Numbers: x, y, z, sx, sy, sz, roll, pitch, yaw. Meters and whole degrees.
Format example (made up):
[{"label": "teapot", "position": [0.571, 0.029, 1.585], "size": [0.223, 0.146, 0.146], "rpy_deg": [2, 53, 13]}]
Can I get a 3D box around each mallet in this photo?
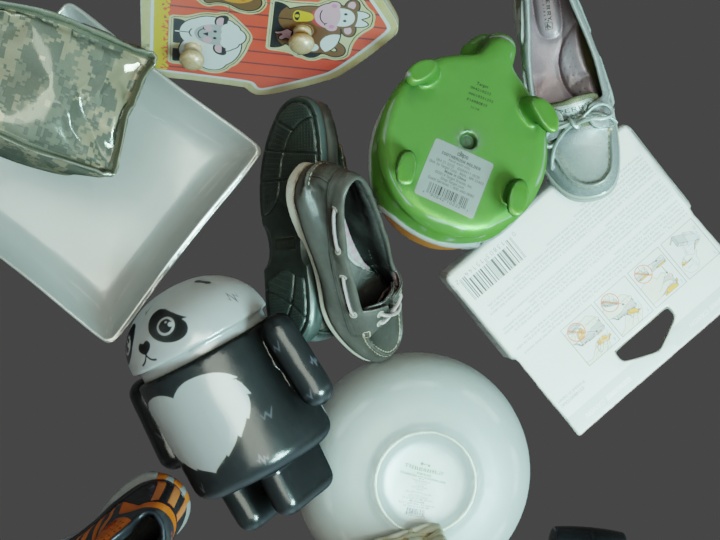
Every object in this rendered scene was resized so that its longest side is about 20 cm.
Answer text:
[{"label": "mallet", "position": [0.193, 0.314, 1.430], "size": [0.066, 0.041, 0.200], "rpy_deg": [-2, 97, -5]}]

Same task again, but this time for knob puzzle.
[{"label": "knob puzzle", "position": [-0.070, -0.192, 1.298], "size": [0.219, 0.220, 0.030], "rpy_deg": [8, 57, -8]}]

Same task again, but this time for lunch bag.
[{"label": "lunch bag", "position": [-0.271, -0.148, 1.229], "size": [0.200, 0.164, 0.118], "rpy_deg": [20, 86, -20]}]

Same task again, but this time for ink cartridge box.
[{"label": "ink cartridge box", "position": [0.196, 0.007, 1.411], "size": [0.200, 0.045, 0.176], "rpy_deg": [-40, 96, -4]}]

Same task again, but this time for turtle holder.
[{"label": "turtle holder", "position": [0.070, -0.105, 1.344], "size": [0.141, 0.132, 0.186], "rpy_deg": [-5, 75, -15]}]

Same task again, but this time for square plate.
[{"label": "square plate", "position": [-0.215, -0.078, 1.346], "size": [0.200, 0.028, 0.198], "rpy_deg": [38, 87, 3]}]

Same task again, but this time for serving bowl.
[{"label": "serving bowl", "position": [0.048, 0.170, 1.387], "size": [0.200, 0.066, 0.200], "rpy_deg": [0, 93, -8]}]

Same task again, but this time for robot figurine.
[{"label": "robot figurine", "position": [-0.103, 0.102, 1.330], "size": [0.150, 0.125, 0.200], "rpy_deg": [-28, 92, -5]}]

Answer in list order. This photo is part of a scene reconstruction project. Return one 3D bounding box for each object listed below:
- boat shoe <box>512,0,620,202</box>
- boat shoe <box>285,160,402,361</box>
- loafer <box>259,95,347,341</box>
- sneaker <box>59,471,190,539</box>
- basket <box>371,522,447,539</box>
[{"label": "boat shoe", "position": [0.165, -0.156, 1.371], "size": [0.074, 0.065, 0.202], "rpy_deg": [-10, 81, 6]}, {"label": "boat shoe", "position": [0.000, 0.000, 1.332], "size": [0.067, 0.057, 0.200], "rpy_deg": [-52, 134, -34]}, {"label": "loafer", "position": [-0.040, -0.041, 1.376], "size": [0.063, 0.072, 0.200], "rpy_deg": [-1, 95, -48]}, {"label": "sneaker", "position": [-0.215, 0.246, 1.314], "size": [0.078, 0.112, 0.200], "rpy_deg": [38, 103, -7]}, {"label": "basket", "position": [0.041, 0.315, 1.332], "size": [0.135, 0.123, 0.200], "rpy_deg": [-18, 115, 0]}]
